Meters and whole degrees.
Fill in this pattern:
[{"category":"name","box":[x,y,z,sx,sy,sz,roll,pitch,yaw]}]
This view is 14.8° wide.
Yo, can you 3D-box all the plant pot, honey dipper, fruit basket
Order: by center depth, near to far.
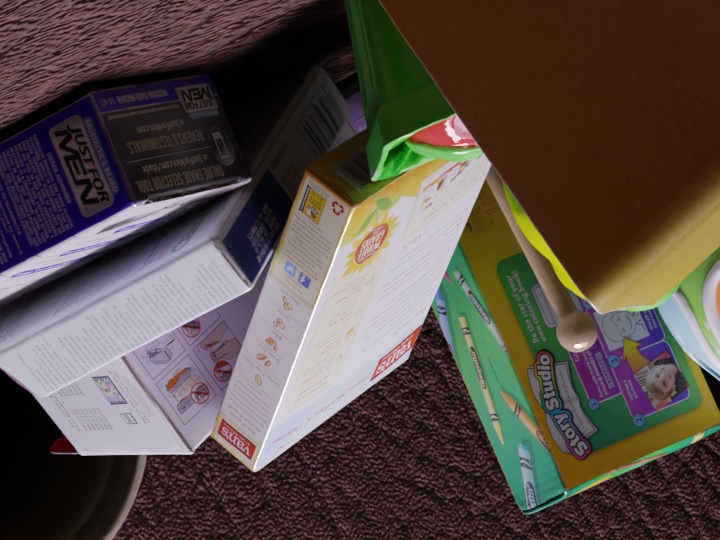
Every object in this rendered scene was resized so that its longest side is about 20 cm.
[{"category":"plant pot","box":[0.114,-0.117,1.043,0.176,0.200,0.200,-36,173,10]},{"category":"fruit basket","box":[0.103,-0.076,1.307,0.215,0.216,0.156,-23,176,-5]},{"category":"honey dipper","box":[0.076,-0.047,1.484,0.038,0.201,0.038,-27,177,-2]},{"category":"plant pot","box":[-0.262,0.104,1.790,0.199,0.201,0.173,-21,-170,-30]}]

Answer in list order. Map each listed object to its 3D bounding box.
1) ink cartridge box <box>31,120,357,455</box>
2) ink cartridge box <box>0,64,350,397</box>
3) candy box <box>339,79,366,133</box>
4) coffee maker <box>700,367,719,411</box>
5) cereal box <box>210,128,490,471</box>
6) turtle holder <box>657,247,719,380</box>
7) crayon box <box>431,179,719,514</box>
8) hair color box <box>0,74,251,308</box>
[{"category":"ink cartridge box","box":[-0.097,0.012,1.579,0.200,0.084,0.175,-44,-160,-29]},{"category":"ink cartridge box","box":[-0.115,-0.013,1.475,0.199,0.043,0.197,-27,-160,29]},{"category":"candy box","box":[0.095,-0.113,1.659,0.167,0.072,0.200,-26,175,35]},{"category":"coffee maker","box":[0.147,0.018,1.711,0.191,0.201,0.135,-25,176,13]},{"category":"cereal box","box":[0.000,0.000,1.453,0.144,0.039,0.200,-34,155,-44]},{"category":"turtle holder","box":[0.219,0.003,1.552,0.140,0.132,0.185,-12,177,-24]},{"category":"crayon box","box":[0.111,0.024,1.585,0.118,0.201,0.058,-20,173,-29]},{"category":"hair color box","box":[-0.166,-0.028,1.380,0.199,0.065,0.109,-24,176,30]}]
